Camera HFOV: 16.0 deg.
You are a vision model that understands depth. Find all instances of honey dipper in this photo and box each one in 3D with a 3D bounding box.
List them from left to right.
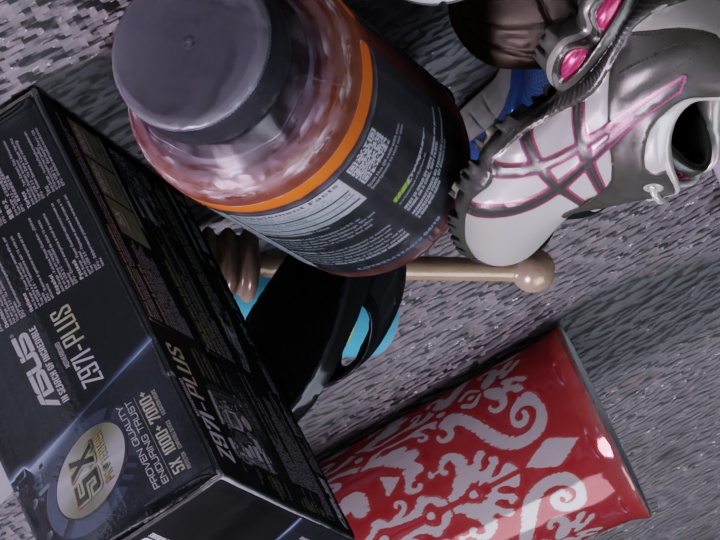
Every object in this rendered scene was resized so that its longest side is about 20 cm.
[{"bbox_3d":[0.000,0.000,1.278,0.199,0.038,0.038,3,150,-11],"label":"honey dipper"}]

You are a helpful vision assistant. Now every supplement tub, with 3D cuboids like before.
[{"bbox_3d":[-0.031,-0.068,1.104,0.107,0.107,0.200,-33,157,12],"label":"supplement tub"}]

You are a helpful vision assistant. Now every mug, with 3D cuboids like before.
[{"bbox_3d":[0.073,0.146,1.658,0.200,0.134,0.178,-26,156,4],"label":"mug"}]

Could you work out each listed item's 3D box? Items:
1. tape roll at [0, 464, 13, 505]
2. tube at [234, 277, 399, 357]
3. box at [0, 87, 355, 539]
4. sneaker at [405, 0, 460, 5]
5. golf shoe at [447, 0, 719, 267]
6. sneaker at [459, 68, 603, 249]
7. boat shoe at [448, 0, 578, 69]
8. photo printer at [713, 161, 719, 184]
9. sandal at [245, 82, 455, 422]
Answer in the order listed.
[{"bbox_3d":[-0.262,0.095,1.241,0.200,0.066,0.200,-24,156,-11],"label":"tape roll"},{"bbox_3d":[-0.071,0.022,1.340,0.200,0.050,0.078,-1,138,-39],"label":"tube"},{"bbox_3d":[-0.104,0.044,1.134,0.086,0.200,0.164,-32,158,9],"label":"box"},{"bbox_3d":[0.089,-0.179,1.053,0.200,0.075,0.087,-27,153,-3],"label":"sneaker"},{"bbox_3d":[0.103,-0.051,1.117,0.077,0.088,0.200,-39,167,-39],"label":"golf shoe"},{"bbox_3d":[0.108,-0.077,1.266,0.078,0.089,0.200,-17,155,-28],"label":"sneaker"},{"bbox_3d":[0.132,-0.154,1.154,0.200,0.073,0.065,-25,-165,21],"label":"boat shoe"},{"bbox_3d":[0.275,-0.061,1.366,0.166,0.200,0.069,-22,-167,13],"label":"photo printer"},{"bbox_3d":[-0.002,0.003,1.227,0.048,0.075,0.201,28,91,-31],"label":"sandal"}]
